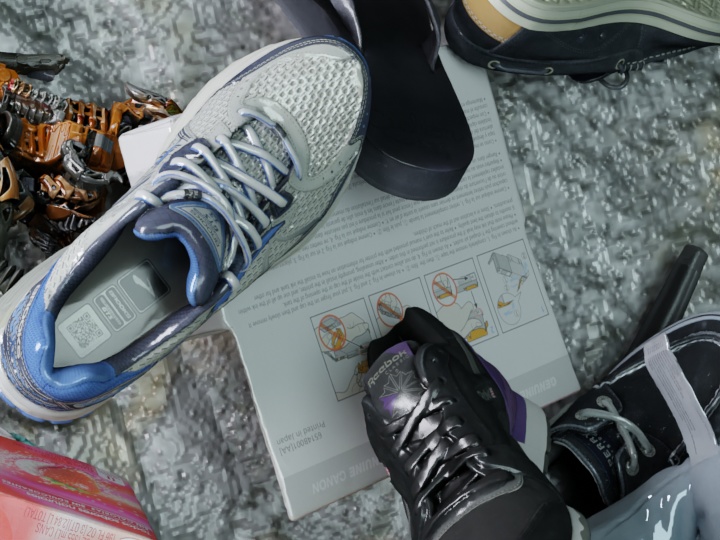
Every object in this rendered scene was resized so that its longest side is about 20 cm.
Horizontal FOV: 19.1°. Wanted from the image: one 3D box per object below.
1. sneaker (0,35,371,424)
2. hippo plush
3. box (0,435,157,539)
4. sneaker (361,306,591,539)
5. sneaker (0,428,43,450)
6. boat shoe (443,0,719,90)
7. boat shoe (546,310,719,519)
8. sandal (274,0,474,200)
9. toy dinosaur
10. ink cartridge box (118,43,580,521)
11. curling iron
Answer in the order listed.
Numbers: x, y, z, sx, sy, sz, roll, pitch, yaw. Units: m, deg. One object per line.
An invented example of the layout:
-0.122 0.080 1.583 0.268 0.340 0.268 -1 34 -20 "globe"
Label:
-0.061 -0.015 0.839 0.077 0.085 0.200 44 79 -9 "sneaker"
0.181 0.132 0.974 0.161 0.158 0.202 12 64 -63 "hippo plush"
-0.191 0.109 0.828 0.199 0.095 0.103 21 95 -17 "box"
0.031 0.078 0.853 0.076 0.200 0.088 -39 106 8 "sneaker"
-0.226 0.107 0.905 0.198 0.078 0.092 0 96 -13 "sneaker"
0.118 -0.129 1.039 0.199 0.062 0.075 -8 61 -42 "boat shoe"
0.113 0.091 1.009 0.200 0.068 0.072 -41 69 -4 "boat shoe"
0.007 -0.115 0.956 0.076 0.043 0.201 1 45 -30 "sandal"
-0.167 -0.029 0.931 0.198 0.102 0.137 -10 76 -3 "toy dinosaur"
0.000 0.000 0.966 0.199 0.045 0.178 -19 94 -43 "ink cartridge box"
0.134 0.081 1.059 0.049 0.026 0.201 16 76 18 "curling iron"
